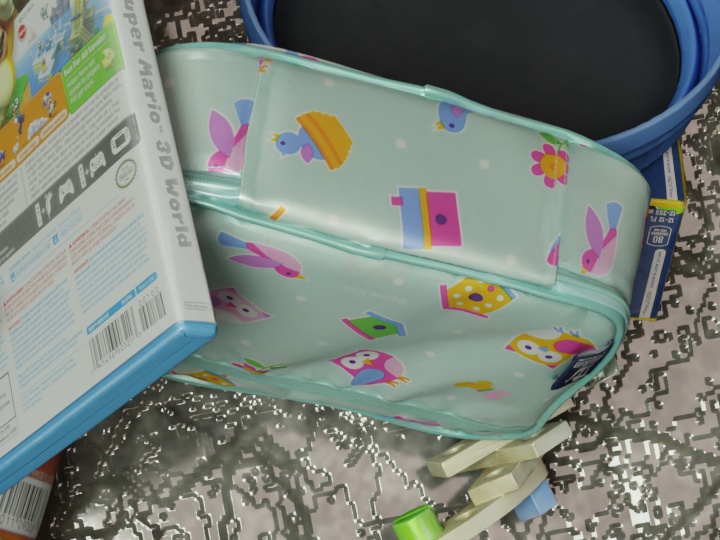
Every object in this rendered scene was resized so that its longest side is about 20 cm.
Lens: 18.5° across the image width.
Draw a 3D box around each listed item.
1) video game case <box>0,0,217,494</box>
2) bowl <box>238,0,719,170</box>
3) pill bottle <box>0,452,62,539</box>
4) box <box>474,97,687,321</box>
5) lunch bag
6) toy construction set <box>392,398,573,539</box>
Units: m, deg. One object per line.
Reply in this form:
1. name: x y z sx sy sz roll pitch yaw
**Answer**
1. video game case: -0.114 -0.040 0.764 0.018 0.143 0.201 5 61 -40
2. bowl: 0.049 -0.105 0.892 0.199 0.039 0.201 3 48 -4
3. pill bottle: -0.159 0.018 0.873 0.112 0.112 0.201 16 81 0
4. box: 0.027 -0.031 0.900 0.199 0.070 0.064 4 44 -2
5. lunch bag: 0.000 0.000 0.813 0.199 0.161 0.077 15 61 -10
6. toy construction set: 0.073 0.148 0.873 0.131 0.092 0.201 -27 81 2
